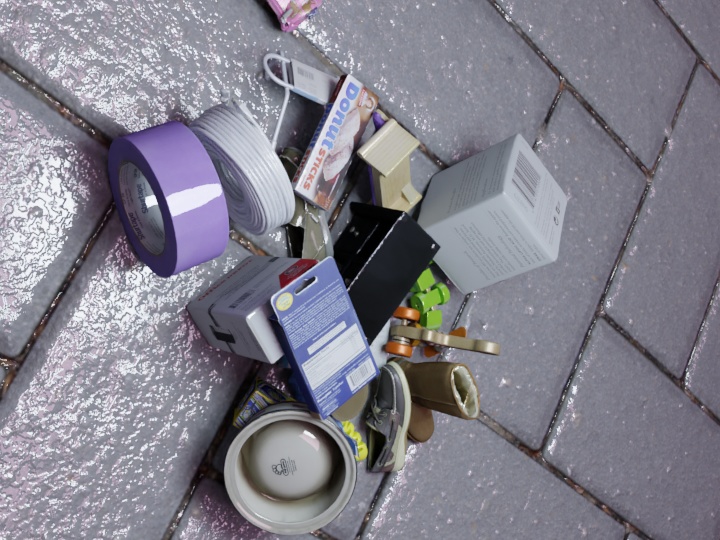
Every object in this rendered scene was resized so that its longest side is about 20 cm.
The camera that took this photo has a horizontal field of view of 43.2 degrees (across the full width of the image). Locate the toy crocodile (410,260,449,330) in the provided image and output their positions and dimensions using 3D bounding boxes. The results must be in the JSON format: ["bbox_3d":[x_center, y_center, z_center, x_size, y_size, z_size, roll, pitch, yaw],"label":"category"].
[{"bbox_3d":[0.103,0.013,1.612,0.067,0.061,0.203,-23,99,-33],"label":"toy crocodile"}]

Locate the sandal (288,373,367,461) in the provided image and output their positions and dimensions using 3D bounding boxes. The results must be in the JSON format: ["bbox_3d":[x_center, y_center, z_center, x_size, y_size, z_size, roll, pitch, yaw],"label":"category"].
[{"bbox_3d":[-0.064,0.253,1.486,0.087,0.079,0.202,-38,109,-23],"label":"sandal"}]

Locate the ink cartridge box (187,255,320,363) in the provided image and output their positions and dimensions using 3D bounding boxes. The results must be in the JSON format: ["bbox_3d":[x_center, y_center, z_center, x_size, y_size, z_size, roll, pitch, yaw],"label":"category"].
[{"bbox_3d":[-0.147,0.052,1.352,0.144,0.199,0.085,-39,114,-27],"label":"ink cartridge box"}]

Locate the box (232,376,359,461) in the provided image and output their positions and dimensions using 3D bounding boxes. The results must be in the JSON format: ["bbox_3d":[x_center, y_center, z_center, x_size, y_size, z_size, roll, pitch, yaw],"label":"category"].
[{"bbox_3d":[-0.099,0.255,1.421,0.199,0.064,0.070,35,100,-12],"label":"box"}]

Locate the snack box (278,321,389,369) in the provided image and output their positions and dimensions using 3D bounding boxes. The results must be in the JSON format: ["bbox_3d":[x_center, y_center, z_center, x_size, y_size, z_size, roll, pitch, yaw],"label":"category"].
[{"bbox_3d":[-0.040,0.110,1.522,0.197,0.037,0.119,9,85,-35],"label":"snack box"}]

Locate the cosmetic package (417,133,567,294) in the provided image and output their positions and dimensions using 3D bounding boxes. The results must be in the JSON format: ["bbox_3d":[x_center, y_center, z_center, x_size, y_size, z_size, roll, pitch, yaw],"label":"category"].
[{"bbox_3d":[0.227,-0.095,1.581,0.165,0.198,0.166,46,43,-24],"label":"cosmetic package"}]

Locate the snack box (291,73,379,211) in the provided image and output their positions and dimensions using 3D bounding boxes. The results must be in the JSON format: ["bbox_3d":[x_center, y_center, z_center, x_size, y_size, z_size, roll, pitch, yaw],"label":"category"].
[{"bbox_3d":[-0.040,-0.199,1.418,0.071,0.024,0.203,30,80,-33],"label":"snack box"}]

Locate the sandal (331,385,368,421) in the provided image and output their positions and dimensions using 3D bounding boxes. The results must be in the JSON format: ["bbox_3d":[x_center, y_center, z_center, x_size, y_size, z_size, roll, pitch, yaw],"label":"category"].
[{"bbox_3d":[-0.045,0.137,1.415,0.077,0.070,0.214,-24,129,-8],"label":"sandal"}]

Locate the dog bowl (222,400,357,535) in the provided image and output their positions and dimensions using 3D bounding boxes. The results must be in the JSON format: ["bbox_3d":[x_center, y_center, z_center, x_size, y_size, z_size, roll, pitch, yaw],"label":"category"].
[{"bbox_3d":[-0.104,0.287,1.358,0.196,0.074,0.204,-1,106,-3],"label":"dog bowl"}]

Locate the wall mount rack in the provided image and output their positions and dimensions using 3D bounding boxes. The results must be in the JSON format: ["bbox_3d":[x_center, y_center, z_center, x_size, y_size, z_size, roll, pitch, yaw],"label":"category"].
[{"bbox_3d":[-0.083,-0.252,1.435,0.198,0.074,0.176,17,49,-33],"label":"wall mount rack"}]

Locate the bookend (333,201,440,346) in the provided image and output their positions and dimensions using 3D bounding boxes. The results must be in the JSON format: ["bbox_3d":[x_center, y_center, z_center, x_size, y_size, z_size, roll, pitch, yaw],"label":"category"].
[{"bbox_3d":[0.000,0.000,1.474,0.092,0.199,0.200,40,81,-24],"label":"bookend"}]

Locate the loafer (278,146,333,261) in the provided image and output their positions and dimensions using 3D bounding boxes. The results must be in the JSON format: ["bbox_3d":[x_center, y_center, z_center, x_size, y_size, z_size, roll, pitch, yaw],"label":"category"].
[{"bbox_3d":[-0.098,-0.097,1.457,0.069,0.075,0.204,-21,100,-33],"label":"loafer"}]

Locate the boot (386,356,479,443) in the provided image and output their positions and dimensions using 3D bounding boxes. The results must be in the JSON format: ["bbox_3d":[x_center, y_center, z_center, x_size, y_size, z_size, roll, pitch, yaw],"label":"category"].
[{"bbox_3d":[0.129,0.230,1.541,0.066,0.199,0.177,-35,109,-28],"label":"boot"}]

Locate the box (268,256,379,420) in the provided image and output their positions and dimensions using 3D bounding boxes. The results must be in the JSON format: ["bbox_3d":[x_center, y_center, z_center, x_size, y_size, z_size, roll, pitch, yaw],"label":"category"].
[{"bbox_3d":[-0.054,0.093,1.281,0.120,0.032,0.203,-35,116,-30],"label":"box"}]

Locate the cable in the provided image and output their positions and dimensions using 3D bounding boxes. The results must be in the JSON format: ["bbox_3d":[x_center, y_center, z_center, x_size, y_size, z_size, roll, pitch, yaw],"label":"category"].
[{"bbox_3d":[-0.176,-0.144,1.330,0.069,0.200,0.201,-38,91,-22],"label":"cable"}]

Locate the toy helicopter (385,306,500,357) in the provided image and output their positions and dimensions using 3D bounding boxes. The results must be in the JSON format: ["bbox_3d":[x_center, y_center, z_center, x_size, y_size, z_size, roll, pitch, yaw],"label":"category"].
[{"bbox_3d":[0.146,0.123,1.548,0.132,0.197,0.080,30,70,-61],"label":"toy helicopter"}]

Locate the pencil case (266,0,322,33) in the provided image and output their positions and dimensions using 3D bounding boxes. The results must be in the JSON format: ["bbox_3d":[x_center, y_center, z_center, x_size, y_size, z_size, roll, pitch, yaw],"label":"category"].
[{"bbox_3d":[-0.144,-0.475,1.421,0.082,0.087,0.201,-35,112,5],"label":"pencil case"}]

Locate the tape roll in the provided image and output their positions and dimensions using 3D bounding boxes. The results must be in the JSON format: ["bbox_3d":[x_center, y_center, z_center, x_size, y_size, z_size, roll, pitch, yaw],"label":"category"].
[{"bbox_3d":[-0.269,-0.099,1.266,0.084,0.199,0.204,-23,103,-32],"label":"tape roll"}]

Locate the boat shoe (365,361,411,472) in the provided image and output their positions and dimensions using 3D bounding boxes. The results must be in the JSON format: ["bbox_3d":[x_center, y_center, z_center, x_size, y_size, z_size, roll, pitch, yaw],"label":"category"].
[{"bbox_3d":[0.042,0.256,1.546,0.065,0.072,0.205,-11,114,-29],"label":"boat shoe"}]

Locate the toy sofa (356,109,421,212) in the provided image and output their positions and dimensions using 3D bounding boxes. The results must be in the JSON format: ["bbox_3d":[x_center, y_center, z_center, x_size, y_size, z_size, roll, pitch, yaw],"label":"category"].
[{"bbox_3d":[0.039,-0.164,1.490,0.097,0.201,0.083,41,77,18],"label":"toy sofa"}]
